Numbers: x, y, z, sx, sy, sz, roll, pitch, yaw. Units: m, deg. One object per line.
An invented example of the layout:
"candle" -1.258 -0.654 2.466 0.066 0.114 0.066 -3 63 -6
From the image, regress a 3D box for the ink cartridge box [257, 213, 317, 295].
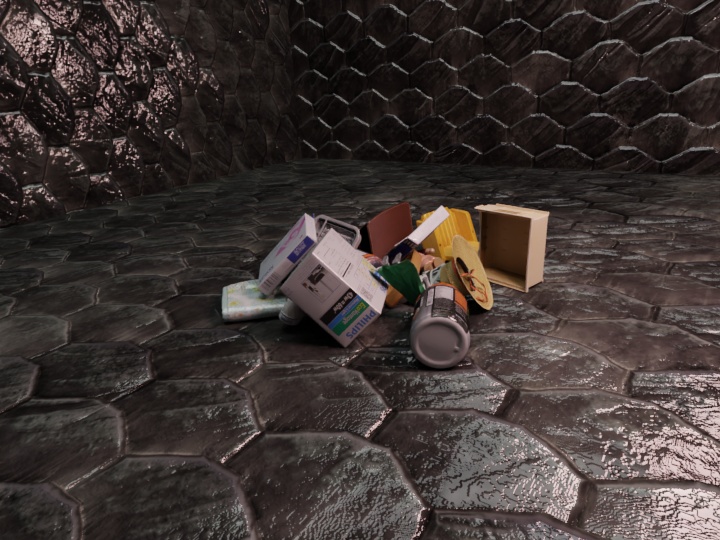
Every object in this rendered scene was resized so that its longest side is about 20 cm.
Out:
"ink cartridge box" -0.195 -0.056 1.367 0.043 0.196 0.200 37 16 -24

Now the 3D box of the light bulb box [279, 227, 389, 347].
"light bulb box" -0.051 0.034 1.191 0.125 0.200 0.198 -45 7 22

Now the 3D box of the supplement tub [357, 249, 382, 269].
"supplement tub" 0.000 0.000 1.436 0.106 0.108 0.199 -16 23 -30

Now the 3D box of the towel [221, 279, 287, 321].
"towel" -0.281 0.075 1.371 0.170 0.049 0.200 -8 21 -10

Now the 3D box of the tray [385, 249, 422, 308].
"tray" 0.117 0.019 1.386 0.037 0.099 0.200 41 23 -5

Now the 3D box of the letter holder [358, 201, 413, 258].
"letter holder" 0.060 -0.126 1.575 0.100 0.143 0.199 14 33 41

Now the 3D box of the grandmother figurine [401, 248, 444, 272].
"grandmother figurine" 0.169 -0.031 1.566 0.120 0.061 0.200 -19 21 -16

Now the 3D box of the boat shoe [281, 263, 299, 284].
"boat shoe" -0.155 0.007 1.364 0.060 0.076 0.199 1 -12 -44

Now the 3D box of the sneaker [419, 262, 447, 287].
"sneaker" 0.184 0.028 1.376 0.088 0.075 0.200 6 22 20

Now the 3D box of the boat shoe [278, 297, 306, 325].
"boat shoe" -0.142 0.068 1.292 0.071 0.070 0.200 28 20 9

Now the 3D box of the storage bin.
"storage bin" 0.403 -0.071 1.419 0.093 0.202 0.198 -18 24 -37

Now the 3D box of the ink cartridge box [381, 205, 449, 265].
"ink cartridge box" 0.142 -0.078 1.466 0.200 0.041 0.200 -40 -3 -24

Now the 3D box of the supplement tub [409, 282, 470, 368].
"supplement tub" 0.170 0.108 1.095 0.121 0.124 0.200 0 20 11

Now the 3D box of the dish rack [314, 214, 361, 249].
"dish rack" -0.090 -0.055 1.417 0.199 0.173 0.043 23 -9 44

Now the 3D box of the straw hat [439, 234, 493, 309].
"straw hat" 0.248 0.020 1.298 0.085 0.202 0.201 -27 7 30

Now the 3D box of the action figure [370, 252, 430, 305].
"action figure" 0.127 0.041 1.222 0.118 0.200 0.055 -8 44 45

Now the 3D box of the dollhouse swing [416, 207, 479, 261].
"dollhouse swing" 0.319 -0.118 1.630 0.199 0.183 0.175 -21 6 -40
